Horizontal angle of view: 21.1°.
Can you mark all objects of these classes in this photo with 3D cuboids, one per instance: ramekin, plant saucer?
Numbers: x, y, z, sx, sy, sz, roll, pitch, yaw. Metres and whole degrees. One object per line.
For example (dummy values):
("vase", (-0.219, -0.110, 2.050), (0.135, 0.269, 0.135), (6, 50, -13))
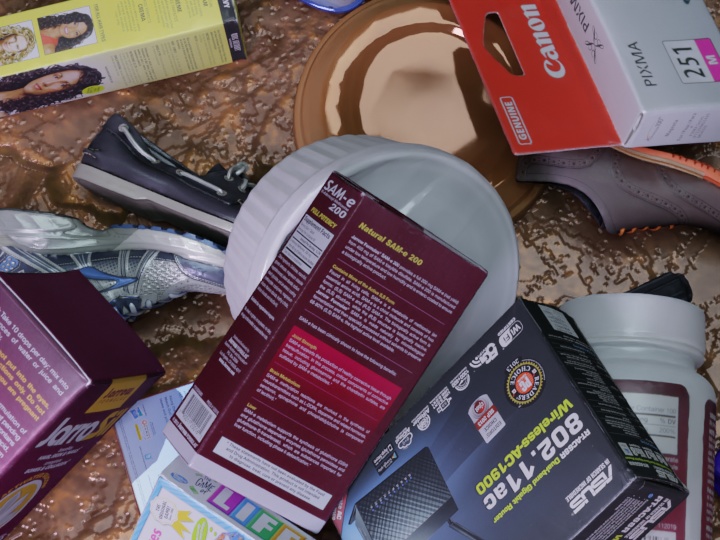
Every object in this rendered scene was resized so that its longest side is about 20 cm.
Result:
("ramekin", (0.000, 0.000, 1.304), (0.202, 0.202, 0.094), (-40, 35, -8))
("plant saucer", (0.050, -0.115, 1.404), (0.200, 0.037, 0.200), (0, 75, 1))

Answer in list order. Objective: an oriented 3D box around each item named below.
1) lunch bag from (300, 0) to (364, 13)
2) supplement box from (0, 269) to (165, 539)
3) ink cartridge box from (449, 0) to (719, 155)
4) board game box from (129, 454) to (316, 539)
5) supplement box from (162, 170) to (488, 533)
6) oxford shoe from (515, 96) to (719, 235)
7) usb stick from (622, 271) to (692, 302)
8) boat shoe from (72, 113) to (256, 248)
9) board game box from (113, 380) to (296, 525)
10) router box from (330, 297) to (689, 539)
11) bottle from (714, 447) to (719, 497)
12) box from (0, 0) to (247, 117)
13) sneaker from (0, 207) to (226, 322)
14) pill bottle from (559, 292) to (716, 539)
("lunch bag", (-0.057, -0.290, 1.432), (0.200, 0.076, 0.160), (29, 81, 7))
("supplement box", (-0.248, 0.102, 1.283), (0.200, 0.131, 0.103), (-46, 78, 12))
("ink cartridge box", (0.159, -0.174, 1.356), (0.173, 0.044, 0.200), (-5, 57, -23))
("board game box", (-0.101, 0.230, 1.257), (0.134, 0.034, 0.200), (33, 123, 9))
("supplement box", (-0.022, 0.052, 1.216), (0.109, 0.061, 0.200), (32, 93, -29))
("oxford shoe", (0.204, -0.051, 1.368), (0.200, 0.071, 0.073), (25, 87, 1))
("usb stick", (0.140, 0.053, 1.325), (0.200, 0.055, 0.033), (-24, 69, -22))
("boat shoe", (-0.104, -0.056, 1.375), (0.200, 0.073, 0.063), (21, 79, 9))
("board game box", (-0.098, 0.175, 1.345), (0.103, 0.019, 0.200), (-18, 76, -1))
("router box", (0.083, 0.139, 1.186), (0.200, 0.062, 0.150), (-48, 50, 20))
("bottle", (0.336, 0.106, 1.326), (0.200, 0.065, 0.084), (-36, 79, -7))
("box", (-0.186, -0.165, 1.404), (0.200, 0.075, 0.050), (-15, 74, -1))
("sneaker", (-0.170, 0.010, 1.368), (0.200, 0.077, 0.085), (7, 86, 11))
("pill bottle", (0.169, 0.122, 1.237), (0.114, 0.114, 0.200), (4, 74, 3))
